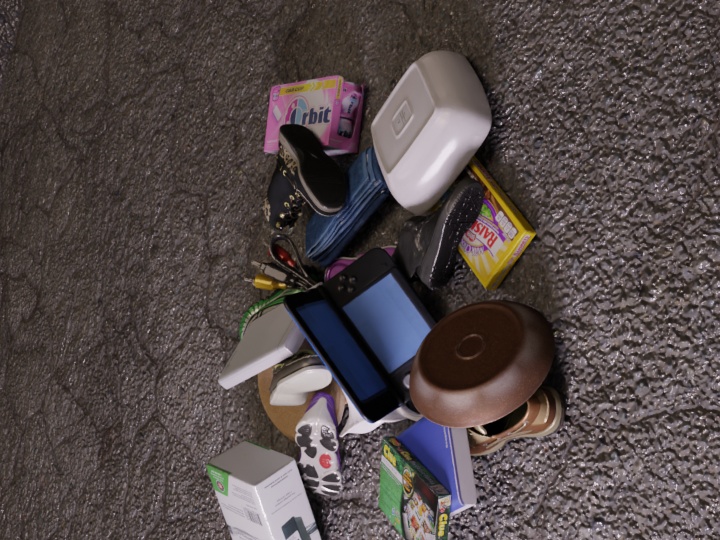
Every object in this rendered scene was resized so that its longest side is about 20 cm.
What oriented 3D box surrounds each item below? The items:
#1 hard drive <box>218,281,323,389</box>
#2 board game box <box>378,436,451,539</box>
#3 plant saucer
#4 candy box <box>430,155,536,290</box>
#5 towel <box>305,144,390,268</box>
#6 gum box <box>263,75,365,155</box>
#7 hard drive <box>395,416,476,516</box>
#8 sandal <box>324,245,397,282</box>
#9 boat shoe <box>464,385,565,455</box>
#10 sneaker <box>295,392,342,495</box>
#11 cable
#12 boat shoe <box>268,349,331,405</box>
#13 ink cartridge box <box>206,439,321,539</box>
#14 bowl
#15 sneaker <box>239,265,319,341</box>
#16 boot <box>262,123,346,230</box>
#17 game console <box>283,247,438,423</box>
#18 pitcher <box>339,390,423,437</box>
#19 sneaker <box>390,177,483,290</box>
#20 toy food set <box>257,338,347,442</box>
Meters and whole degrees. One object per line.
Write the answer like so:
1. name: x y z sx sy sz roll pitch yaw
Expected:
1. hard drive: -0.134 0.101 1.566 0.199 0.027 0.133 -31 24 48
2. board game box: 0.068 0.304 1.350 0.200 0.023 0.106 -145 54 -67
3. plant saucer: 0.144 0.105 1.287 0.198 0.037 0.202 -21 37 17
4. candy box: 0.158 -0.076 1.408 0.103 0.026 0.201 -59 42 29
5. towel: -0.021 -0.104 1.603 0.200 0.048 0.112 -49 29 33
6. gum box: -0.076 -0.253 1.708 0.199 0.066 0.115 4 86 51
7. hard drive: 0.094 0.261 1.348 0.200 0.025 0.134 127 139 -61
8. sandal: 0.000 0.008 1.564 0.202 0.049 0.084 -12 72 51
9. boat shoe: 0.165 0.185 1.298 0.199 0.073 0.077 -29 60 44
10. sneaker: -0.055 0.264 1.535 0.084 0.080 0.202 -73 -7 -48
11. cable: -0.091 0.013 1.626 0.198 0.050 0.098 27 92 17
12. boat shoe: -0.092 0.150 1.498 0.202 0.071 0.061 133 139 -63
13. ink cartridge box: -0.140 0.377 1.557 0.146 0.083 0.202 7 118 51
14. bowl: 0.087 -0.205 1.464 0.200 0.074 0.201 -52 36 32
15. sneaker: -0.133 0.082 1.692 0.200 0.077 0.086 -48 49 33
16. boot: -0.092 -0.116 1.627 0.204 0.073 0.155 60 142 39
17. game console: 0.019 0.080 1.360 0.201 0.170 0.118 54 171 8
18. pitcher: 0.031 0.125 1.463 0.170 0.121 0.203 -13 81 27
19. sneaker: 0.096 -0.054 1.417 0.104 0.059 0.202 45 126 43
20. toy food set: -0.090 0.173 1.616 0.198 0.048 0.202 39 120 32
